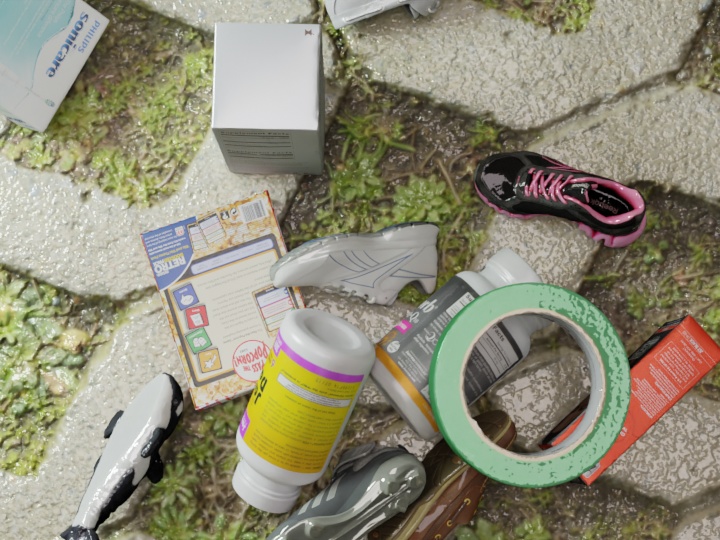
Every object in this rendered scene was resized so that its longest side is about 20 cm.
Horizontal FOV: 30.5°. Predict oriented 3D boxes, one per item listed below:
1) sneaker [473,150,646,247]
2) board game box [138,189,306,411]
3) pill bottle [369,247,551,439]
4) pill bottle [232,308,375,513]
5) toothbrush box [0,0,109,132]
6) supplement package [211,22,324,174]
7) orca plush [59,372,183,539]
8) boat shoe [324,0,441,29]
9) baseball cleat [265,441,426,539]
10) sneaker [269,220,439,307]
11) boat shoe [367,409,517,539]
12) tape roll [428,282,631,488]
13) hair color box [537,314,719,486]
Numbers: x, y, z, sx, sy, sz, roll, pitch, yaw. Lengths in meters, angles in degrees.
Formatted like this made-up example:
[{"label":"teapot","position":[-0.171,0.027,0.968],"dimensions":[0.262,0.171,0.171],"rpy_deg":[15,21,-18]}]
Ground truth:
[{"label":"sneaker","position":[0.221,-0.087,1.435],"dimensions":[0.198,0.095,0.080],"rpy_deg":[15,84,3]},{"label":"board game box","position":[-0.139,0.033,1.440],"dimensions":[0.150,0.046,0.202],"rpy_deg":[-18,83,-3]},{"label":"pill bottle","position":[0.108,0.075,1.401],"dimensions":[0.200,0.116,0.117],"rpy_deg":[-40,84,-6]},{"label":"pill bottle","position":[-0.066,0.148,1.368],"dimensions":[0.103,0.104,0.202],"rpy_deg":[25,109,3]},{"label":"toothbrush box","position":[-0.394,-0.264,1.413],"dimensions":[0.199,0.085,0.148],"rpy_deg":[33,82,-31]},{"label":"supplement package","position":[-0.093,-0.177,1.392],"dimensions":[0.108,0.200,0.115],"rpy_deg":[1,81,0]},{"label":"orca plush","position":[-0.232,0.212,1.401],"dimensions":[0.071,0.104,0.202],"rpy_deg":[40,53,-32]},{"label":"boat shoe","position":[0.056,-0.317,1.484],"dimensions":[0.198,0.072,0.069],"rpy_deg":[-16,104,-9]},{"label":"baseball cleat","position":[-0.026,0.250,1.381],"dimensions":[0.198,0.106,0.070],"rpy_deg":[-27,113,-13]},{"label":"sneaker","position":[0.000,0.000,1.416],"dimensions":[0.198,0.074,0.088],"rpy_deg":[-9,91,-19]},{"label":"boat shoe","position":[0.096,0.234,1.407],"dimensions":[0.200,0.072,0.068],"rpy_deg":[-46,113,-4]},{"label":"tape roll","position":[0.168,0.114,1.321],"dimensions":[0.198,0.048,0.203],"rpy_deg":[0,85,-4]},{"label":"hair color box","position":[0.285,0.138,1.400],"dimensions":[0.200,0.102,0.061],"rpy_deg":[-43,85,-6]}]
